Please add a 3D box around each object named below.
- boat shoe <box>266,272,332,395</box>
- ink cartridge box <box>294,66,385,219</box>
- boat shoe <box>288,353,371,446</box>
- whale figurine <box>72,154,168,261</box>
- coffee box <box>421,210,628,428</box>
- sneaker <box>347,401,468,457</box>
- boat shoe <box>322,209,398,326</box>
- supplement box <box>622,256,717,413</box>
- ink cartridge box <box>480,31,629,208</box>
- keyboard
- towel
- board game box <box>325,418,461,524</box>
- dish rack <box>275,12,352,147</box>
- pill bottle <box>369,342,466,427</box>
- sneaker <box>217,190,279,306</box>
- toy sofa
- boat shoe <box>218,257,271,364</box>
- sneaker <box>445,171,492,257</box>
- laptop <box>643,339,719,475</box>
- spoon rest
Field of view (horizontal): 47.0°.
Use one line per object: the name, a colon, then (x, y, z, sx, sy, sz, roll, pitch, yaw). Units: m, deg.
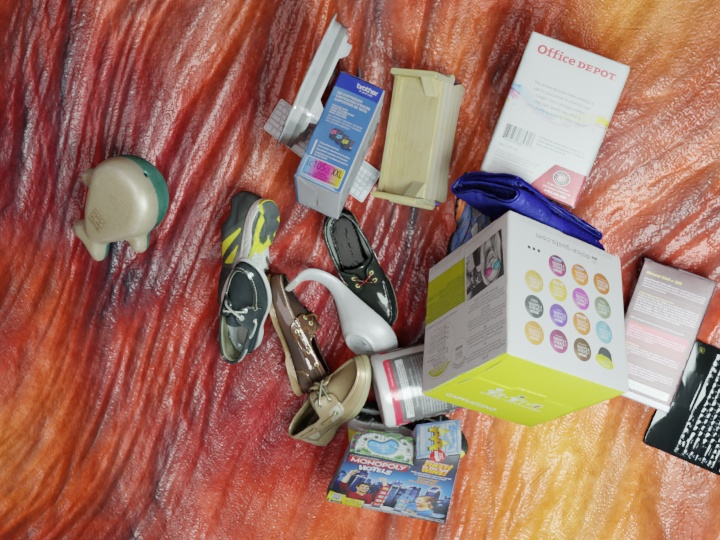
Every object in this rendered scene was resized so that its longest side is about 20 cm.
boat shoe: (-0.093, 0.097, 1.310, 0.069, 0.070, 0.203, -14, 102, 16)
ink cartridge box: (-0.025, -0.194, 1.214, 0.075, 0.137, 0.203, 24, 77, 2)
boat shoe: (-0.047, 0.202, 1.272, 0.064, 0.072, 0.201, 12, 128, -29)
whale figurine: (-0.385, -0.101, 1.336, 0.160, 0.104, 0.200, 51, 125, 2)
coffee box: (0.218, 0.077, 1.121, 0.197, 0.200, 0.201, 19, 60, -23)
sneaker: (0.071, 0.270, 1.305, 0.196, 0.078, 0.092, 12, 112, 9)
boat shoe: (-0.002, 0.001, 1.290, 0.073, 0.063, 0.204, -24, 93, 8)
supplement box: (0.435, 0.092, 1.223, 0.107, 0.061, 0.203, 20, 99, 13)
ink cartridge box: (0.272, -0.211, 1.178, 0.143, 0.145, 0.203, 23, 100, 8)
keyboard: (-0.061, -0.189, 1.304, 0.199, 0.011, 0.057, 37, 100, 4)
towel: (0.238, -0.079, 1.158, 0.198, 0.147, 0.050, 29, 86, -33)
board game box: (0.067, 0.287, 1.229, 0.196, 0.062, 0.201, 14, 134, -9)
dish rack: (-0.066, -0.262, 1.196, 0.043, 0.200, 0.174, 24, 83, -9)
pill bottle: (0.118, 0.161, 1.251, 0.196, 0.111, 0.113, -13, 94, -4)
sneaker: (-0.188, -0.033, 1.321, 0.084, 0.074, 0.203, 36, 113, 36)
toy sofa: (0.087, -0.199, 1.252, 0.082, 0.097, 0.204, 13, 99, 32)
boat shoe: (-0.182, 0.068, 1.271, 0.075, 0.060, 0.202, 26, 137, 21)
sneaker: (0.173, -0.044, 1.251, 0.077, 0.075, 0.204, 10, 99, 5)
laptop: (0.545, 0.224, 1.200, 0.197, 0.103, 0.180, 22, 98, 6)
spoon rest: (-0.022, 0.066, 1.284, 0.199, 0.061, 0.099, 41, 142, -9)
